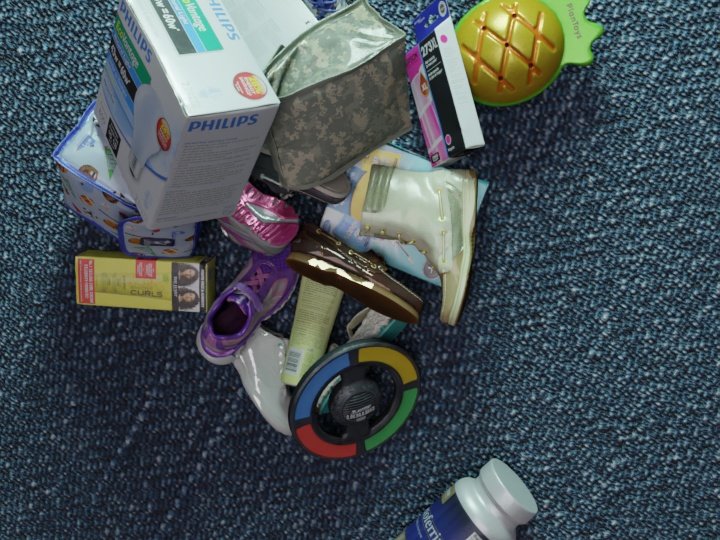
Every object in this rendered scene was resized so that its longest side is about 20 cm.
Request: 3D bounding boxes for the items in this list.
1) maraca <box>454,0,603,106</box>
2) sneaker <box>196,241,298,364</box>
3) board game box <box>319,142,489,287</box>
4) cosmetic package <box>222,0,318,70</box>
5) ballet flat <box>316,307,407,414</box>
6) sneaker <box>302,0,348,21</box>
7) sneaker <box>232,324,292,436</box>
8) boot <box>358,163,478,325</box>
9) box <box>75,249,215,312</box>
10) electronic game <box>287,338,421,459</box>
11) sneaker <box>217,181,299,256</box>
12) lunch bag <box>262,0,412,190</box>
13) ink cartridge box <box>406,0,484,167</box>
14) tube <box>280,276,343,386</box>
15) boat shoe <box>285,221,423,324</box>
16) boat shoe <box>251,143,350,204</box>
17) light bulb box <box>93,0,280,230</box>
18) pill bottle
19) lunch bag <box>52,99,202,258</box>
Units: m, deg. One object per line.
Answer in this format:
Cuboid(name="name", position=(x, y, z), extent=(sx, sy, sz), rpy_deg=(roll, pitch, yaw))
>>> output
Cuboid(name="maraca", position=(0.208, -0.290, 1.257), extent=(0.197, 0.107, 0.139), rpy_deg=(-21, 95, 11))
Cuboid(name="sneaker", position=(-0.151, 0.035, 1.350), extent=(0.080, 0.089, 0.201), rpy_deg=(33, 74, 7))
Cuboid(name="board game box", position=(0.057, -0.084, 1.346), extent=(0.197, 0.047, 0.154), rpy_deg=(22, 102, 5))
Cuboid(name="cosmetic package", position=(-0.156, -0.328, 1.281), extent=(0.150, 0.052, 0.201), rpy_deg=(-36, 70, -1))
Cuboid(name="ballet flat", position=(-0.006, 0.111, 1.388), extent=(0.072, 0.072, 0.201), rpy_deg=(41, 101, 0))
Cuboid(name="sneaker", position=(-0.053, -0.352, 1.296), extent=(0.074, 0.088, 0.204), rpy_deg=(-19, 98, 9))
Cuboid(name="sneaker", position=(-0.128, 0.136, 1.404), extent=(0.087, 0.075, 0.202), rpy_deg=(-30, 93, 0))
Cuboid(name="boot", position=(0.073, -0.035, 1.288), extent=(0.151, 0.072, 0.205), rpy_deg=(5, 91, 7))
Cuboid(name="box", position=(-0.307, 0.014, 1.415), extent=(0.196, 0.050, 0.077), rpy_deg=(5, 102, 8))
Cuboid(name="electronic game", position=(-0.007, 0.179, 1.356), extent=(0.196, 0.042, 0.203), rpy_deg=(-14, 127, -19))
Cuboid(name="sneaker", position=(-0.171, -0.086, 1.338), extent=(0.200, 0.089, 0.081), rpy_deg=(43, 63, 13))
Cuboid(name="lunch bag", position=(-0.042, -0.212, 1.236), extent=(0.198, 0.165, 0.118), rpy_deg=(-34, 57, -17))
Cuboid(name="ink cartridge box", position=(0.101, -0.243, 1.271), extent=(0.036, 0.094, 0.204), rpy_deg=(-11, 85, -24))
Cuboid(name="tube", position=(-0.062, 0.064, 1.380), extent=(0.057, 0.052, 0.204), rpy_deg=(18, 83, -35))
Cuboid(name="boat shoe", position=(0.000, 0.000, 1.313), extent=(0.197, 0.071, 0.071), rpy_deg=(28, 67, 0))
Cuboid(name="boat shoe", position=(-0.098, -0.132, 1.338), extent=(0.198, 0.072, 0.064), rpy_deg=(30, 126, 22))
Cuboid(name="light bulb box", position=(-0.214, -0.194, 1.178), extent=(0.200, 0.123, 0.201), rpy_deg=(59, 143, 23))
Cuboid(name="pill bottle", position=(0.145, 0.364, 1.375), extent=(0.116, 0.116, 0.200), rpy_deg=(45, 102, -1))
Cuboid(name="lunch bag", position=(-0.302, -0.100, 1.324), extent=(0.198, 0.170, 0.125), rpy_deg=(33, 70, -1))
